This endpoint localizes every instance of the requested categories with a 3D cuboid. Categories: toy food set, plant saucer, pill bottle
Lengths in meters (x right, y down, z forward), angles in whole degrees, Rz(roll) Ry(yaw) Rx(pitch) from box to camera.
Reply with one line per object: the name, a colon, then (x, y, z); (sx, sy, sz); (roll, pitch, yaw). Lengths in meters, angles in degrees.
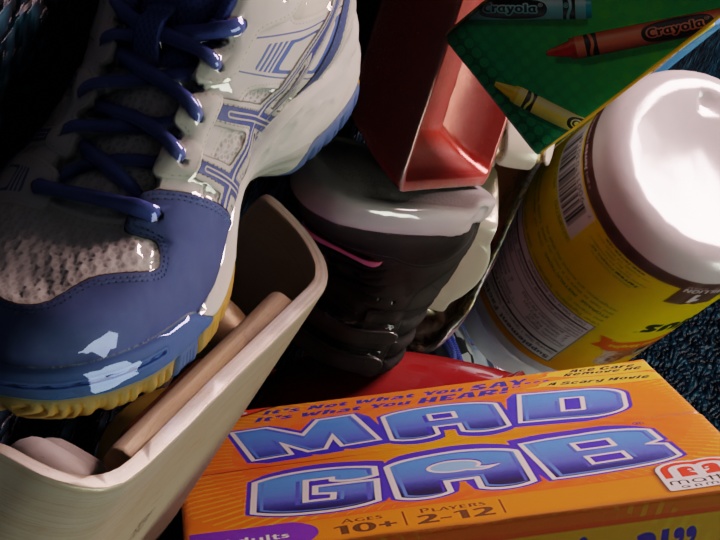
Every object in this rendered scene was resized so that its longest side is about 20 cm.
toy food set: (-0.094, 0.065, 0.745); (0.144, 0.060, 0.200); (-56, 174, 31)
plant saucer: (0.051, -0.133, 0.949); (0.200, 0.037, 0.200); (-11, 120, -77)
pill bottle: (0.125, -0.013, 1.181); (0.109, 0.109, 0.200); (-57, -173, -30)

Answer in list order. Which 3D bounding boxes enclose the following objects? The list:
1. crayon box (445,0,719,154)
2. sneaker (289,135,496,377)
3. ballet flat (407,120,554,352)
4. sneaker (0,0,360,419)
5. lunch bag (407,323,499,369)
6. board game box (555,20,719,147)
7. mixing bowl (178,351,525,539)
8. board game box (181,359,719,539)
crayon box: (0.116, -0.122, 0.901); (0.119, 0.058, 0.200); (-38, -177, 23)
sneaker: (0.000, 0.000, 0.990); (0.099, 0.071, 0.200); (-60, 168, 8)
ballet flat: (0.057, -0.047, 1.112); (0.071, 0.069, 0.201); (-106, -148, -59)
sneaker: (-0.057, -0.046, 0.618); (0.200, 0.075, 0.088); (-62, 161, -49)
lunch bag: (0.030, 0.111, 1.305); (0.170, 0.123, 0.201); (3, 98, -79)
board game box: (0.115, -0.098, 1.239); (0.153, 0.040, 0.200); (-39, 177, 17)
mixing bowl: (-0.014, 0.112, 1.089); (0.201, 0.108, 0.200); (-60, 171, -16)
board game box: (0.041, 0.162, 0.888); (0.200, 0.199, 0.201); (-118, -159, -78)
